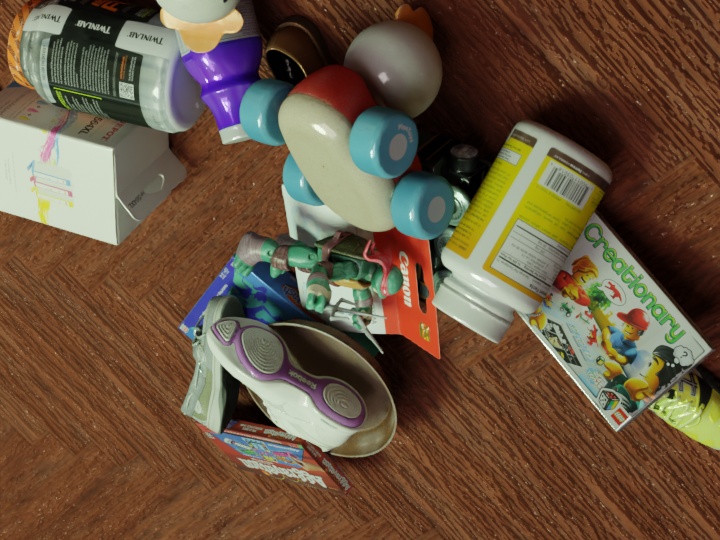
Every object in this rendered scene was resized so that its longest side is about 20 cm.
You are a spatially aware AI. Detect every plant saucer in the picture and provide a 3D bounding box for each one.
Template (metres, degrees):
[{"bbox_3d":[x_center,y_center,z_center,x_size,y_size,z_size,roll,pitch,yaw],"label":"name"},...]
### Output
[{"bbox_3d":[-0.042,0.127,1.714,0.199,0.035,0.201,19,136,19],"label":"plant saucer"}]

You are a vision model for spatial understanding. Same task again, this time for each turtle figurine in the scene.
[{"bbox_3d":[-0.024,0.009,1.555,0.199,0.101,0.150,20,171,32],"label":"turtle figurine"}]

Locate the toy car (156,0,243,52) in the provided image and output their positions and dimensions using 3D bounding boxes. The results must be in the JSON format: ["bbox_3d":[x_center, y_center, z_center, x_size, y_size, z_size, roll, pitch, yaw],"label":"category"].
[{"bbox_3d":[-0.134,-0.302,1.417,0.175,0.185,0.202,5,117,12],"label":"toy car"}]

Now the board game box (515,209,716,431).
[{"bbox_3d":[0.239,0.042,1.511,0.126,0.035,0.200,-43,76,15],"label":"board game box"}]

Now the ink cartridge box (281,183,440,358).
[{"bbox_3d":[0.000,0.000,1.615,0.199,0.047,0.161,30,137,45],"label":"ink cartridge box"}]

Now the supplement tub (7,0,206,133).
[{"bbox_3d":[-0.263,-0.222,1.603,0.198,0.123,0.123,14,127,17],"label":"supplement tub"}]

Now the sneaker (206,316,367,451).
[{"bbox_3d":[-0.093,0.132,1.670,0.199,0.075,0.100,37,138,-2],"label":"sneaker"}]

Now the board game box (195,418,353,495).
[{"bbox_3d":[-0.106,0.220,1.833,0.199,0.020,0.103,5,144,46],"label":"board game box"}]

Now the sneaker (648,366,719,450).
[{"bbox_3d":[0.308,0.123,1.573,0.200,0.077,0.075,40,130,-3],"label":"sneaker"}]

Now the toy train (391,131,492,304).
[{"bbox_3d":[0.082,-0.050,1.576,0.113,0.085,0.201,24,133,28],"label":"toy train"}]

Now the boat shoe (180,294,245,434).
[{"bbox_3d":[-0.174,0.106,1.757,0.064,0.075,0.203,18,136,10],"label":"boat shoe"}]

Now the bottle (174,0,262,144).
[{"bbox_3d":[-0.140,-0.229,1.521,0.065,0.083,0.202,-12,94,58],"label":"bottle"}]

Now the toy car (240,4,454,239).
[{"bbox_3d":[0.026,-0.160,1.465,0.184,0.201,0.177,19,154,41],"label":"toy car"}]

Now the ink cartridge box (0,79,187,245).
[{"bbox_3d":[-0.303,-0.128,1.685,0.198,0.129,0.126,15,127,17],"label":"ink cartridge box"}]

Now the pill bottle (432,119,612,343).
[{"bbox_3d":[0.151,-0.035,1.468,0.109,0.109,0.201,31,93,5],"label":"pill bottle"}]

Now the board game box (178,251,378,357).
[{"bbox_3d":[-0.097,0.078,1.772,0.200,0.045,0.152,39,131,-2],"label":"board game box"}]

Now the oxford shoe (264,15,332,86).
[{"bbox_3d":[-0.039,-0.159,1.566,0.071,0.071,0.201,-25,110,35],"label":"oxford shoe"}]
